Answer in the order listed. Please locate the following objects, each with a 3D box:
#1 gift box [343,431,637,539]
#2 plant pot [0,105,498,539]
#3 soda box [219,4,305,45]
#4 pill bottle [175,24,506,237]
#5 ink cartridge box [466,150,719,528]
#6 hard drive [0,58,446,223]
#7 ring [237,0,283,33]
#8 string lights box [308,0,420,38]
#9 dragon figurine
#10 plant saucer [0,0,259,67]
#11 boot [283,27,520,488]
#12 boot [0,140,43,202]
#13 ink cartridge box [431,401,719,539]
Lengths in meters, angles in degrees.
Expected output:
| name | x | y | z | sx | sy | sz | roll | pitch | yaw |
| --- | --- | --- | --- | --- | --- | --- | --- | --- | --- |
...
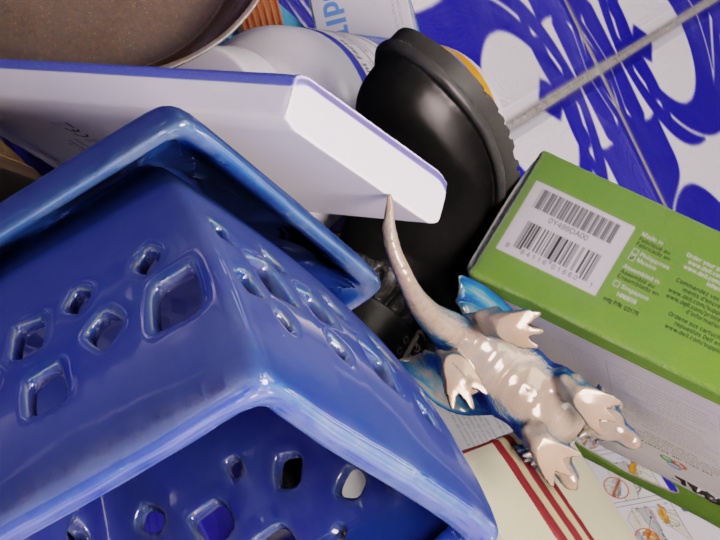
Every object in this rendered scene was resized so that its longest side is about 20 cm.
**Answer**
| name | x | y | z | sx | sy | sz | roll | pitch | yaw |
| --- | --- | --- | --- | --- | --- | --- | --- | --- | --- |
| gift box | 0.075 | 0.194 | 1.485 | 0.187 | 0.184 | 0.200 | 57 | 27 | 10 |
| plant pot | -0.087 | 0.059 | 1.286 | 0.200 | 0.199 | 0.180 | 38 | 27 | -50 |
| soda box | -0.099 | -0.137 | 1.628 | 0.200 | 0.064 | 0.068 | 39 | 33 | -48 |
| pill bottle | -0.021 | -0.067 | 1.539 | 0.200 | 0.112 | 0.113 | 0 | 67 | -54 |
| ink cartridge box | 0.142 | 0.042 | 1.495 | 0.076 | 0.147 | 0.200 | -58 | 160 | -17 |
| hard drive | -0.077 | -0.061 | 1.375 | 0.132 | 0.199 | 0.026 | 33 | 68 | -52 |
| ring | -0.095 | -0.103 | 1.547 | 0.200 | 0.019 | 0.202 | -3 | 93 | -54 |
| string lights box | 0.016 | -0.094 | 1.764 | 0.200 | 0.059 | 0.103 | 71 | 7 | -59 |
| dragon figurine | 0.058 | 0.042 | 1.393 | 0.200 | 0.059 | 0.099 | 39 | -4 | -20 |
| plant saucer | -0.141 | -0.168 | 1.468 | 0.035 | 0.199 | 0.201 | 113 | -32 | -57 |
| boot | 0.002 | 0.002 | 1.448 | 0.158 | 0.079 | 0.212 | -41 | 143 | -27 |
| boot | -0.217 | -0.064 | 1.310 | 0.200 | 0.074 | 0.076 | 35 | 11 | -50 |
| ink cartridge box | 0.118 | 0.132 | 1.684 | 0.173 | 0.044 | 0.200 | -5 | 50 | -32 |
